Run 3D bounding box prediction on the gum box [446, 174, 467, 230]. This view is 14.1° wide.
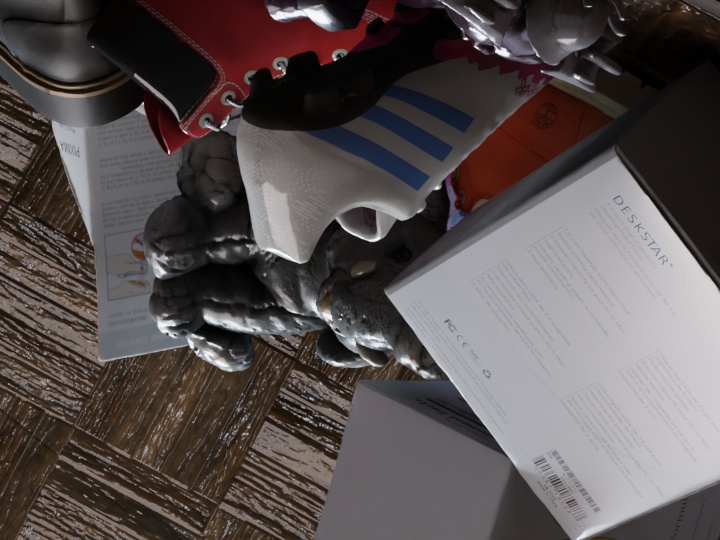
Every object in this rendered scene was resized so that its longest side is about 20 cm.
[{"bbox_3d":[0.010,-0.075,1.697,0.066,0.114,0.200,-4,-163,-34],"label":"gum box"}]

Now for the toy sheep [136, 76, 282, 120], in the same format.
[{"bbox_3d":[-0.084,-0.138,1.496,0.137,0.138,0.200,27,178,23],"label":"toy sheep"}]

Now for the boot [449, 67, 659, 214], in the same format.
[{"bbox_3d":[0.065,-0.069,1.468,0.075,0.108,0.200,26,-178,-37],"label":"boot"}]

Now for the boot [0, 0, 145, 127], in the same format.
[{"bbox_3d":[-0.180,-0.171,1.400,0.199,0.077,0.139,28,142,34],"label":"boot"}]

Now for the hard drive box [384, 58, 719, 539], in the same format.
[{"bbox_3d":[0.126,0.020,1.313,0.156,0.077,0.200,52,145,-4],"label":"hard drive box"}]

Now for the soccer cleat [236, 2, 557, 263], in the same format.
[{"bbox_3d":[0.020,-0.065,1.271,0.070,0.087,0.199,21,-148,39],"label":"soccer cleat"}]

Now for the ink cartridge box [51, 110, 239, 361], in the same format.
[{"bbox_3d":[-0.091,-0.063,1.627,0.159,0.201,0.047,-11,-162,-30],"label":"ink cartridge box"}]

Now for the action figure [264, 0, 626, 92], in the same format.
[{"bbox_3d":[0.030,-0.125,1.177,0.199,0.070,0.130,22,167,41],"label":"action figure"}]

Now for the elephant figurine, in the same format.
[{"bbox_3d":[0.000,0.000,1.508,0.199,0.156,0.142,8,155,25],"label":"elephant figurine"}]

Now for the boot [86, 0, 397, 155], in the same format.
[{"bbox_3d":[-0.020,-0.098,1.352,0.199,0.145,0.072,28,177,-10],"label":"boot"}]

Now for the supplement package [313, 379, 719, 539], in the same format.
[{"bbox_3d":[0.085,0.127,1.493,0.109,0.114,0.199,24,-166,39],"label":"supplement package"}]
